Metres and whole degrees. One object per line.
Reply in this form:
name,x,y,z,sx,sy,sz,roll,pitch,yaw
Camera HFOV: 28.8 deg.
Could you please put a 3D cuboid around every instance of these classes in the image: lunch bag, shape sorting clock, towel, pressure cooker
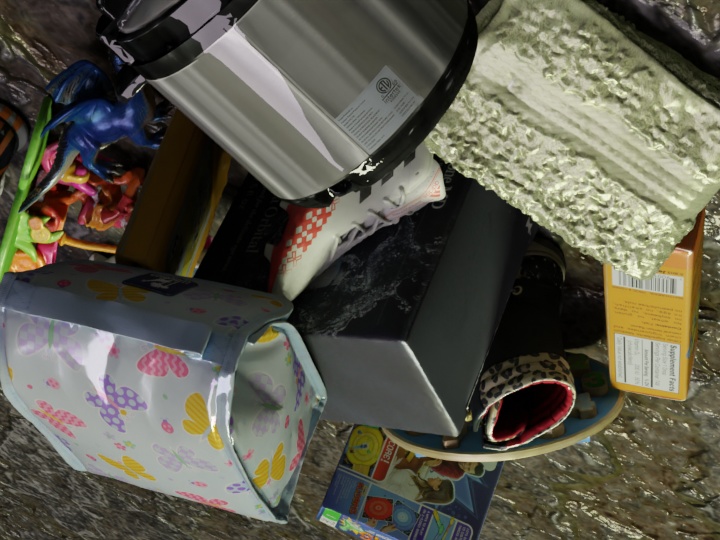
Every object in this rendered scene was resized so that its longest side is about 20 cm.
lunch bag,-0.124,0.066,0.901,0.168,0.128,0.200,11,156,17
shape sorting clock,0.113,0.103,1.134,0.199,0.200,0.040,1,107,33
towel,0.142,-0.089,0.884,0.199,0.037,0.149,32,118,-9
pressure cooker,-0.048,-0.160,0.830,0.200,0.177,0.178,40,149,-26

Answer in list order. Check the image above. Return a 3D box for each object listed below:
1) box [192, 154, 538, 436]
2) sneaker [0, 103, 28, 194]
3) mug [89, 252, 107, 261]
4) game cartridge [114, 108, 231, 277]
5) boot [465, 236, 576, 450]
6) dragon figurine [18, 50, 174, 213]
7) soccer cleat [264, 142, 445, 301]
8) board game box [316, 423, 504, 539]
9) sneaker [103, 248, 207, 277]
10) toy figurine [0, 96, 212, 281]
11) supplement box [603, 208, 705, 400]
box,0.000,0.000,1.027,0.199,0.198,0.118,3,143,31
sneaker,-0.369,-0.070,1.258,0.077,0.113,0.200,31,149,-11
mug,-0.219,0.070,1.385,0.152,0.187,0.150,22,118,-15
game cartridge,-0.133,-0.046,1.044,0.032,0.201,0.177,18,150,2
boot,0.073,0.074,1.072,0.203,0.154,0.073,-30,126,22
dragon figurine,-0.210,-0.122,1.080,0.199,0.059,0.099,-24,138,23
soccer cleat,0.009,-0.055,0.938,0.085,0.201,0.069,32,169,10
board game box,0.060,0.149,1.212,0.134,0.201,0.035,24,150,1
sneaker,-0.127,0.054,1.134,0.198,0.132,0.080,4,151,4
toy figurine,-0.211,-0.039,1.221,0.183,0.151,0.201,16,127,-13
supplement box,0.216,0.015,1.029,0.068,0.067,0.201,11,148,16
